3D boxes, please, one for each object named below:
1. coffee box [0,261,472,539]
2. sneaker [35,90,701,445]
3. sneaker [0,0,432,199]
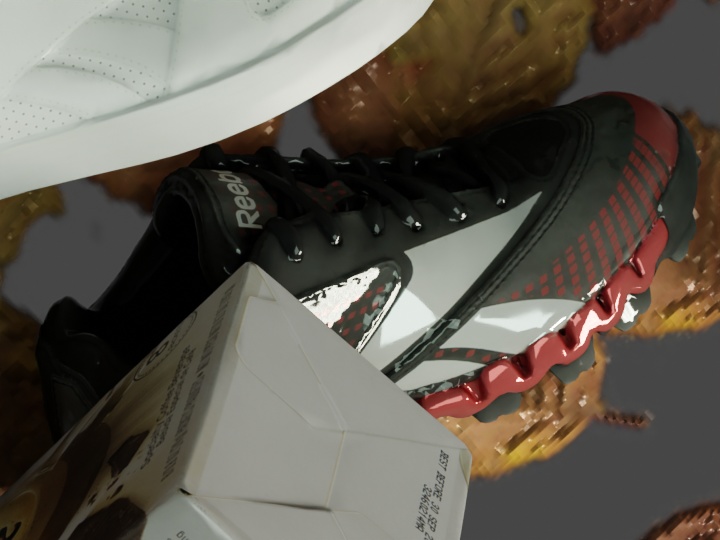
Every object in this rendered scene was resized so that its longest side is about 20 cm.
[{"bbox_3d":[-0.072,0.107,0.718,0.080,0.113,0.200,41,114,-13],"label":"coffee box"},{"bbox_3d":[0.000,0.000,0.782,0.200,0.071,0.098,-32,124,-10],"label":"sneaker"},{"bbox_3d":[-0.077,-0.085,0.706,0.200,0.074,0.116,-21,122,-16],"label":"sneaker"}]
